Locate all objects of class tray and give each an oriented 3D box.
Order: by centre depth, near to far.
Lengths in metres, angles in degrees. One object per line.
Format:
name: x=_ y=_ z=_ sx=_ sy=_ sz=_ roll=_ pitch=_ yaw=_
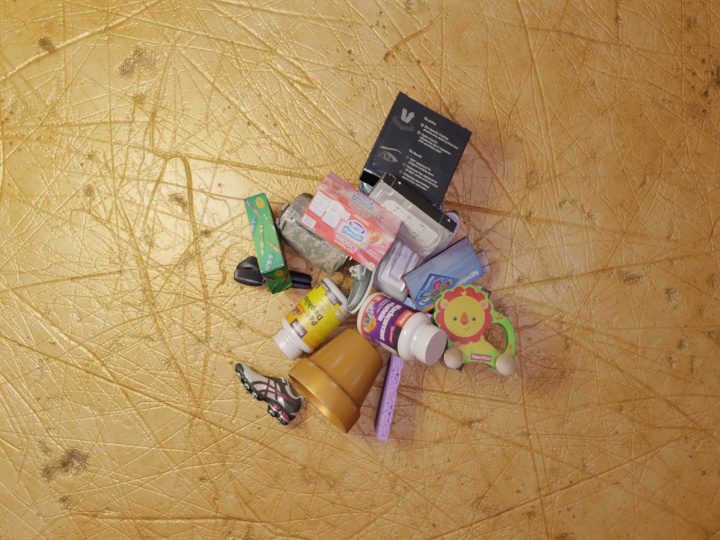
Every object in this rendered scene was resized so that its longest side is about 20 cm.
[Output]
tray: x=0.104 y=-0.036 z=1.417 sx=0.105 sy=0.022 sz=0.204 roll=27 pitch=91 yaw=-3

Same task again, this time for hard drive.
hard drive: x=0.104 y=-0.121 z=1.330 sx=0.198 sy=0.140 sz=0.038 roll=36 pitch=59 yaw=-7

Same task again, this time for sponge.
sponge: x=0.071 y=0.303 z=1.455 sx=0.029 sy=0.112 sz=0.206 roll=13 pitch=91 yaw=-2

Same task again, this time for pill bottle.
pill bottle: x=0.095 y=0.136 z=1.342 sx=0.197 sy=0.110 sz=0.114 roll=24 pitch=90 yaw=38
pill bottle: x=-0.117 y=0.122 z=1.442 sx=0.200 sy=0.109 sz=0.109 roll=-44 pitch=93 yaw=-2

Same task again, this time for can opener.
can opener: x=-0.216 y=0.016 z=1.462 sx=0.194 sy=0.064 sz=0.081 roll=10 pitch=64 yaw=-13

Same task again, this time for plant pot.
plant pot: x=-0.045 y=0.251 z=1.419 sx=0.200 sy=0.200 sz=0.183 roll=45 pitch=73 yaw=-3

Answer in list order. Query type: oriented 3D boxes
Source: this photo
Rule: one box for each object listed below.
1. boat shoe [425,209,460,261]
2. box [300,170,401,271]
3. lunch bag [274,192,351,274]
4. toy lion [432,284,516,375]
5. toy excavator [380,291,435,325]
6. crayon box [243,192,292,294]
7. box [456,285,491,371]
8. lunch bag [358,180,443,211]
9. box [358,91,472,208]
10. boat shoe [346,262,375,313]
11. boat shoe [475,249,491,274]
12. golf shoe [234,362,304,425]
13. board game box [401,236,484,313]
boat shoe: x=0.182 y=-0.066 z=1.479 sx=0.071 sy=0.068 sz=0.203 roll=32 pitch=109 yaw=1
box: x=-0.019 y=-0.110 z=1.296 sx=0.197 sy=0.095 sz=0.103 roll=33 pitch=124 yaw=-5
lunch bag: x=-0.100 y=-0.091 z=1.410 sx=0.197 sy=0.168 sz=0.141 roll=34 pitch=89 yaw=-3
toy lion: x=0.262 y=0.133 z=1.357 sx=0.193 sy=0.069 sz=0.198 roll=7 pitch=82 yaw=0
toy excavator: x=0.101 y=0.090 z=1.469 sx=0.196 sy=0.100 sz=0.199 roll=26 pitch=88 yaw=5
crayon box: x=-0.217 y=-0.064 z=1.390 sx=0.057 sy=0.120 sz=0.205 roll=-16 pitch=65 yaw=-4
box: x=0.256 y=0.137 z=1.451 sx=0.039 sy=0.137 sz=0.205 roll=21 pitch=90 yaw=-2
lunch bag: x=0.103 y=-0.185 z=1.464 sx=0.160 sy=0.082 sz=0.202 roll=-39 pitch=93 yaw=-1
box: x=0.125 y=-0.267 z=1.371 sx=0.193 sy=0.117 sz=0.204 roll=27 pitch=84 yaw=-5
boat shoe: x=0.000 y=0.000 z=1.400 sx=0.061 sy=0.072 sz=0.205 roll=26 pitch=76 yaw=-19
boat shoe: x=0.234 y=0.001 z=1.481 sx=0.194 sy=0.072 sz=0.068 roll=-18 pitch=91 yaw=-5
golf shoe: x=-0.230 y=0.292 z=1.467 sx=0.200 sy=0.077 sz=0.088 roll=45 pitch=68 yaw=-6
board game box: x=0.201 y=0.012 z=1.424 sx=0.197 sy=0.019 sz=0.105 roll=-31 pitch=96 yaw=-16
